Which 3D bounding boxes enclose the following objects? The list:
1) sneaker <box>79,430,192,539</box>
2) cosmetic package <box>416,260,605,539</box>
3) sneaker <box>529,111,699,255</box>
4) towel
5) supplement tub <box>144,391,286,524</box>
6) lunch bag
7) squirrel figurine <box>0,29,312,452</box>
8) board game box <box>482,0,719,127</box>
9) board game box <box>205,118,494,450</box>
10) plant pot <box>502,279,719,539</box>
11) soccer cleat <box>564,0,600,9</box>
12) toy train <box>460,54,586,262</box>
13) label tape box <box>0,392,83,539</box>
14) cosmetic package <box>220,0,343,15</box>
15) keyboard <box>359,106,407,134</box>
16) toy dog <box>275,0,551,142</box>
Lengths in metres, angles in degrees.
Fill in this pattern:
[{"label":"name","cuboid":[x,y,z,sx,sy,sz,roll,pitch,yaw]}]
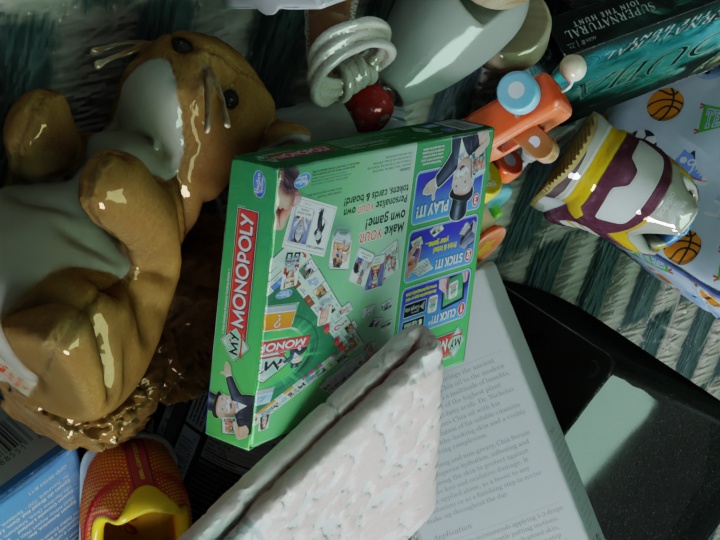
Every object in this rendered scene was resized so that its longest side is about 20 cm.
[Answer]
[{"label":"sneaker","cuboid":[-0.119,0.178,0.880,0.073,0.077,0.200,-9,128,-10]},{"label":"cosmetic package","cuboid":[0.071,0.105,1.047,0.101,0.200,0.071,-21,179,12]},{"label":"sneaker","cuboid":[0.162,-0.045,1.047,0.075,0.090,0.200,-56,176,7]},{"label":"towel","cuboid":[-0.026,0.137,0.861,0.191,0.032,0.200,-42,158,-21]},{"label":"supplement tub","cuboid":[-0.057,0.075,0.950,0.122,0.122,0.200,-3,122,-51]},{"label":"lunch bag","cuboid":[0.246,-0.063,1.137,0.160,0.200,0.076,-53,144,0]},{"label":"squirrel figurine","cuboid":[-0.110,-0.016,0.806,0.187,0.141,0.200,-53,148,-23]},{"label":"board game box","cuboid":[0.179,-0.142,1.042,0.200,0.028,0.135,-21,166,-21]},{"label":"board game box","cuboid":[0.000,0.000,0.837,0.200,0.029,0.135,-16,117,-56]},{"label":"plant pot","cuboid":[0.135,0.122,1.190,0.200,0.200,0.177,-53,137,-1]},{"label":"soccer cleat","cuboid":[0.127,-0.187,0.962,0.070,0.086,0.200,-18,147,18]},{"label":"toy train","cuboid":[0.082,-0.054,0.992,0.150,0.056,0.200,-30,168,8]},{"label":"label tape box","cuboid":[-0.210,0.180,0.906,0.144,0.063,0.200,-36,144,-28]},{"label":"cosmetic package","cuboid":[0.028,-0.189,0.782,0.200,0.107,0.090,-22,108,-27]},{"label":"keyboard","cuboid":[-0.032,-0.012,1.008,0.056,0.011,0.200,9,112,-49]},{"label":"toy dog","cuboid":[0.013,-0.131,0.888,0.200,0.096,0.132,-26,154,-31]}]
